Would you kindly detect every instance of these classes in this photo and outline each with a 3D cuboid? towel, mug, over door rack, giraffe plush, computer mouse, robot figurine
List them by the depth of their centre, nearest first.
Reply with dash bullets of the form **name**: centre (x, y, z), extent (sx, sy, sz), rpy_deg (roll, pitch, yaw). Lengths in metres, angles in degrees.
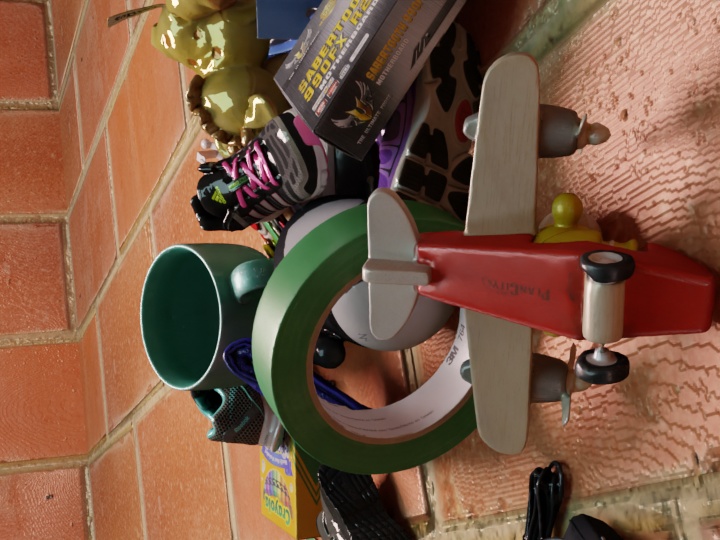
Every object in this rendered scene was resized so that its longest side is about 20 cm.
- **computer mouse**: centre (0.146, 0.230, 0.710), extent (0.200, 0.046, 0.141), rpy_deg (-138, 51, -59)
- **robot figurine**: centre (0.000, -0.002, 0.926), extent (0.200, 0.124, 0.151), rpy_deg (18, 114, 61)
- **towel**: centre (-0.040, 0.114, 0.968), extent (0.148, 0.050, 0.200), rpy_deg (38, 175, 10)
- **giraffe plush**: centre (-0.110, -0.196, 1.000), extent (0.173, 0.199, 0.163), rpy_deg (28, -144, -87)
- **mug**: centre (-0.133, 0.050, 1.126), extent (0.185, 0.114, 0.153), rpy_deg (15, 101, 46)
- **over door rack**: centre (-0.184, -0.176, 1.424), extent (0.200, 0.066, 0.148), rpy_deg (-128, 42, -54)

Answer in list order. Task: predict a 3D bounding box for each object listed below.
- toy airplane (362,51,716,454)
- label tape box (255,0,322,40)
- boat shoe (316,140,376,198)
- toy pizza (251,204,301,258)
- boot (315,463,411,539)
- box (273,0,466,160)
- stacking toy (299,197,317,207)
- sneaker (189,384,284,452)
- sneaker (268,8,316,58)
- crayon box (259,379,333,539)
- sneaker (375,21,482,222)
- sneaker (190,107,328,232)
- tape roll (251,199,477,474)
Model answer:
- **toy airplane**: centre (0.100, -0.004, 0.681), extent (0.199, 0.141, 0.200), rpy_deg (51, 128, 8)
- **label tape box**: centre (-0.017, -0.301, 0.922), extent (0.063, 0.144, 0.201), rpy_deg (176, 91, -65)
- **boat shoe**: centre (-0.013, -0.137, 1.034), extent (0.076, 0.060, 0.201), rpy_deg (-143, 51, -77)
- **toy pizza**: centre (-0.079, -0.028, 1.114), extent (0.200, 0.032, 0.200), rpy_deg (51, 166, 19)
- **boot**: centre (0.009, 0.286, 1.042), extent (0.131, 0.067, 0.200), rpy_deg (93, 158, -47)
- **box**: centre (0.017, -0.202, 0.843), extent (0.200, 0.048, 0.158), rpy_deg (-55, 27, 13)
- **stacking toy**: centre (-0.056, -0.095, 1.108), extent (0.116, 0.109, 0.201), rpy_deg (103, 146, -68)
- **sneaker**: centre (-0.149, 0.122, 1.211), extent (0.200, 0.091, 0.078), rpy_deg (-121, 40, -52)
- **sneaker**: centre (-0.057, -0.265, 1.122), extent (0.200, 0.070, 0.078), rpy_deg (-8, 82, 60)
- **crayon box**: centre (-0.072, 0.219, 1.217), extent (0.126, 0.051, 0.201), rpy_deg (-178, 86, -67)
- **sneaker**: centre (0.042, -0.097, 0.845), extent (0.083, 0.080, 0.201), rpy_deg (-8, 64, 48)
- **sneaker**: centre (-0.095, -0.077, 0.946), extent (0.074, 0.087, 0.200), rpy_deg (65, 152, 3)
- **tape roll**: centre (0.022, 0.050, 0.791), extent (0.048, 0.200, 0.201), rpy_deg (-136, 48, -58)
